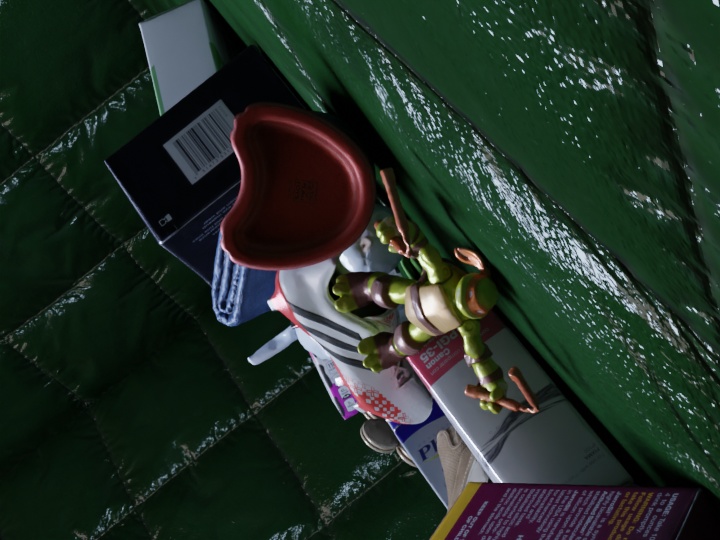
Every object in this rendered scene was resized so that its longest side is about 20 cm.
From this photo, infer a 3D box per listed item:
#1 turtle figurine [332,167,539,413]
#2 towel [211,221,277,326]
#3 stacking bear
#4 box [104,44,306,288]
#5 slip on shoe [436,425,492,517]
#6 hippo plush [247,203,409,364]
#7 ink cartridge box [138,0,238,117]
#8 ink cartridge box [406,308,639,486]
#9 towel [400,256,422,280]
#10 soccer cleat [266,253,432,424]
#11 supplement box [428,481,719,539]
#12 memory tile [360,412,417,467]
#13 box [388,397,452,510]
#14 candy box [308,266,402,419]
[{"bbox_3d":[0.046,0.017,0.770,0.201,0.064,0.161,55,148,-14],"label":"turtle figurine"},{"bbox_3d":[-0.071,-0.021,1.084,0.048,0.113,0.199,28,-149,25],"label":"towel"},{"bbox_3d":[-0.045,-0.079,0.874,0.112,0.123,0.200,8,-167,-3],"label":"stacking bear"},{"bbox_3d":[-0.137,-0.103,1.151,0.118,0.196,0.200,51,178,17],"label":"box"},{"bbox_3d":[0.098,0.169,0.985,0.060,0.201,0.077,10,137,14],"label":"slip on shoe"},{"bbox_3d":[0.000,0.000,1.031,0.198,0.159,0.163,7,115,38],"label":"hippo plush"},{"bbox_3d":[-0.176,-0.203,1.287,0.200,0.087,0.147,51,-160,-65],"label":"ink cartridge box"},{"bbox_3d":[0.132,0.135,0.858,0.200,0.082,0.147,53,178,33],"label":"ink cartridge box"},{"bbox_3d":[0.104,0.074,1.179,0.149,0.031,0.200,50,177,30],"label":"towel"},{"bbox_3d":[0.009,0.057,0.891,0.200,0.085,0.069,48,-140,-24],"label":"soccer cleat"},{"bbox_3d":[0.142,0.213,0.664,0.199,0.103,0.131,-14,118,53],"label":"supplement box"},{"bbox_3d":[0.066,0.183,1.389,0.152,0.017,0.201,22,-150,-14],"label":"memory tile"},{"bbox_3d":[0.088,0.161,1.184,0.201,0.105,0.184,56,177,-31],"label":"box"},{"bbox_3d":[-0.006,0.053,1.261,0.201,0.135,0.061,65,172,-18],"label":"candy box"}]
